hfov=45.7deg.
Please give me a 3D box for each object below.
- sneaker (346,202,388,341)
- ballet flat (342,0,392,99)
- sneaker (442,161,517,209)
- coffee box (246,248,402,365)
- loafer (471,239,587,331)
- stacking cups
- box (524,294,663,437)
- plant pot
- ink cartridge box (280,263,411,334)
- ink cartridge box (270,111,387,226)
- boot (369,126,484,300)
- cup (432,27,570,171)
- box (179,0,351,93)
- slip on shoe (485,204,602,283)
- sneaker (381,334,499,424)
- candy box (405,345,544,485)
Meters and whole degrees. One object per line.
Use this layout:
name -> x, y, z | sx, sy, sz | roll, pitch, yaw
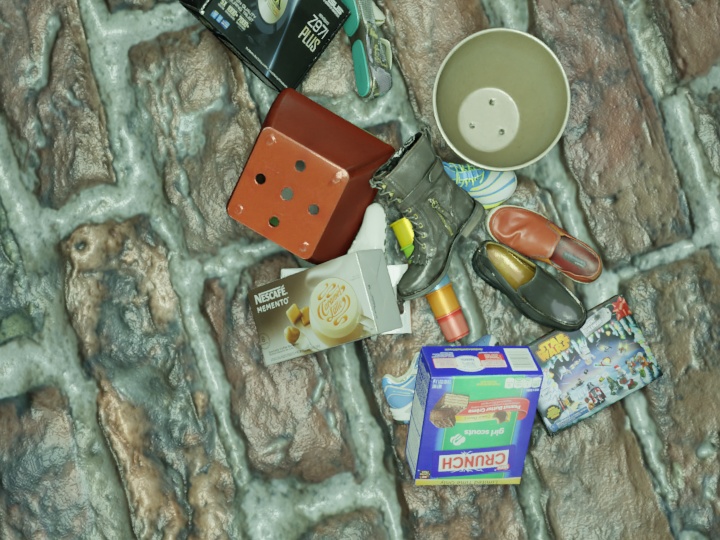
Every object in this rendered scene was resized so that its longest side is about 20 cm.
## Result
sneaker -> 0.000, 0.000, 1.259 | 0.078, 0.076, 0.205 | 6, 86, 10
ballet flat -> 0.011, -0.367, 1.332 | 0.070, 0.072, 0.205 | -13, 88, 0
sneaker -> 0.145, -0.127, 1.292 | 0.195, 0.105, 0.078 | -7, 88, 1
coffee box -> -0.052, 0.053, 1.208 | 0.197, 0.079, 0.117 | -18, 85, 31
loafer -> 0.254, 0.023, 1.286 | 0.198, 0.072, 0.074 | 31, 79, 10
stacking cups -> 0.107, 0.012, 1.310 | 0.059, 0.061, 0.204 | -22, 88, 0
box -> 0.343, 0.145, 1.312 | 0.197, 0.040, 0.139 | -29, 87, 0
plant pot -> -0.084, -0.122, 1.219 | 0.197, 0.176, 0.203 | 29, 105, 1
ink cartridge box -> -0.022, 0.049, 1.316 | 0.195, 0.050, 0.112 | -3, 87, -1
ink cartridge box -> -0.065, -0.139, 1.327 | 0.143, 0.048, 0.203 | 27, 107, 3
boot -> 0.073, -0.079, 1.214 | 0.174, 0.069, 0.202 | 39, 84, -31
cup -> 0.201, -0.239, 1.278 | 0.195, 0.143, 0.206 | 0, 88, 1
box -> -0.137, -0.388, 1.261 | 0.165, 0.086, 0.199 | -52, 131, -2
slip on shoe -> 0.284, -0.043, 1.310 | 0.197, 0.061, 0.075 | 29, 90, 3
sneaker -> 0.121, 0.151, 1.296 | 0.198, 0.076, 0.078 | -33, 92, -2
candy box -> 0.160, 0.212, 1.238 | 0.165, 0.078, 0.204 | 0, 121, -9
